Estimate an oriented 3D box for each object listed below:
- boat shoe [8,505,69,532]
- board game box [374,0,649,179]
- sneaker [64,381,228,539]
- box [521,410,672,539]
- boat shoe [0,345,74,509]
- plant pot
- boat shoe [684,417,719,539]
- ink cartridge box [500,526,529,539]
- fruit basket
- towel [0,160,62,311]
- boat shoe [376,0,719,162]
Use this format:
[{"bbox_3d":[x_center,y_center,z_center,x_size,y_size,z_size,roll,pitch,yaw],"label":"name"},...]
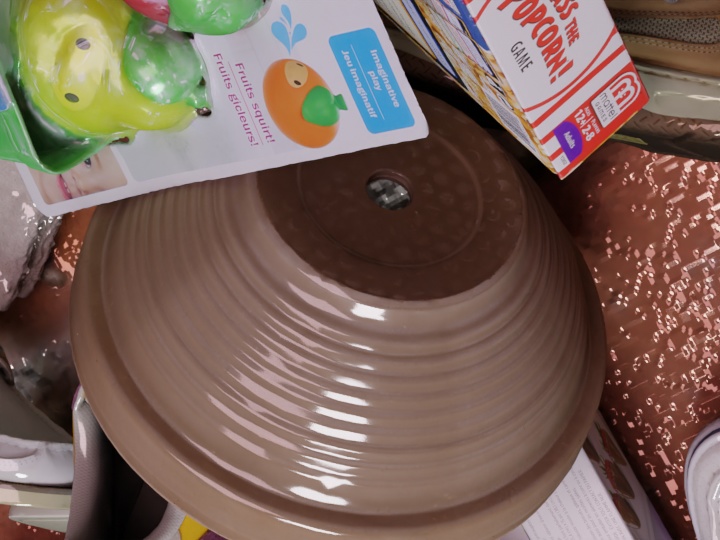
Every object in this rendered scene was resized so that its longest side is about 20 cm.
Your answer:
[{"bbox_3d":[-0.059,0.072,1.119,0.199,0.074,0.067,-10,73,36],"label":"boat shoe"},{"bbox_3d":[0.004,-0.138,0.945,0.046,0.152,0.200,-41,57,-4],"label":"board game box"},{"bbox_3d":[-0.059,0.035,1.037,0.075,0.090,0.201,2,69,27],"label":"sneaker"},{"bbox_3d":[0.096,0.109,1.056,0.041,0.039,0.201,-34,80,23],"label":"box"},{"bbox_3d":[-0.183,0.044,1.134,0.199,0.075,0.069,19,95,40],"label":"boat shoe"},{"bbox_3d":[0.000,0.000,0.985,0.200,0.201,0.093,35,143,11],"label":"plant pot"},{"bbox_3d":[0.178,0.149,1.033,0.071,0.070,0.201,-24,95,27],"label":"boat shoe"},{"bbox_3d":[0.034,0.184,1.107,0.115,0.068,0.200,48,116,3],"label":"ink cartridge box"},{"bbox_3d":[-0.085,-0.110,0.918,0.199,0.094,0.186,-5,113,49],"label":"fruit basket"},{"bbox_3d":[-0.161,-0.093,1.133,0.132,0.034,0.201,31,115,11],"label":"towel"},{"bbox_3d":[0.073,-0.091,1.022,0.199,0.072,0.077,12,84,20],"label":"boat shoe"}]
